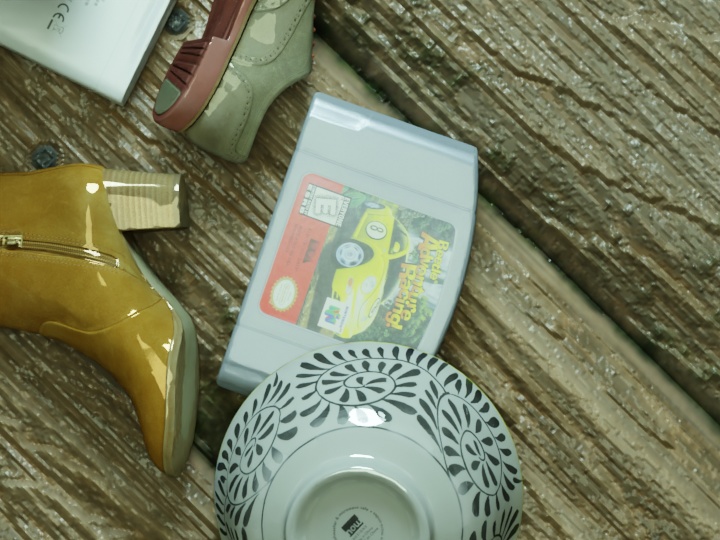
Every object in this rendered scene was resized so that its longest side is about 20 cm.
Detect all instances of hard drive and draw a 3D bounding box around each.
[{"bbox_3d":[-0.215,-0.211,1.271,0.199,0.027,0.133,26,87,2],"label":"hard drive"}]

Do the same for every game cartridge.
[{"bbox_3d":[0.000,0.000,1.253,0.132,0.041,0.202,19,87,-2],"label":"game cartridge"}]

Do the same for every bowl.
[{"bbox_3d":[0.001,0.152,1.193,0.198,0.094,0.203,1,99,5],"label":"bowl"}]

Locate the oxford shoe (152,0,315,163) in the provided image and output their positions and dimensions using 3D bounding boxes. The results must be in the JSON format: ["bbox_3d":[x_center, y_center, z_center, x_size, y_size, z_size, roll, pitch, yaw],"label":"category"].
[{"bbox_3d":[-0.056,-0.164,1.258,0.075,0.070,0.201,34,86,-24],"label":"oxford shoe"}]

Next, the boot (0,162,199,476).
[{"bbox_3d":[-0.179,0.033,1.242,0.142,0.071,0.204,-4,83,6],"label":"boot"}]
